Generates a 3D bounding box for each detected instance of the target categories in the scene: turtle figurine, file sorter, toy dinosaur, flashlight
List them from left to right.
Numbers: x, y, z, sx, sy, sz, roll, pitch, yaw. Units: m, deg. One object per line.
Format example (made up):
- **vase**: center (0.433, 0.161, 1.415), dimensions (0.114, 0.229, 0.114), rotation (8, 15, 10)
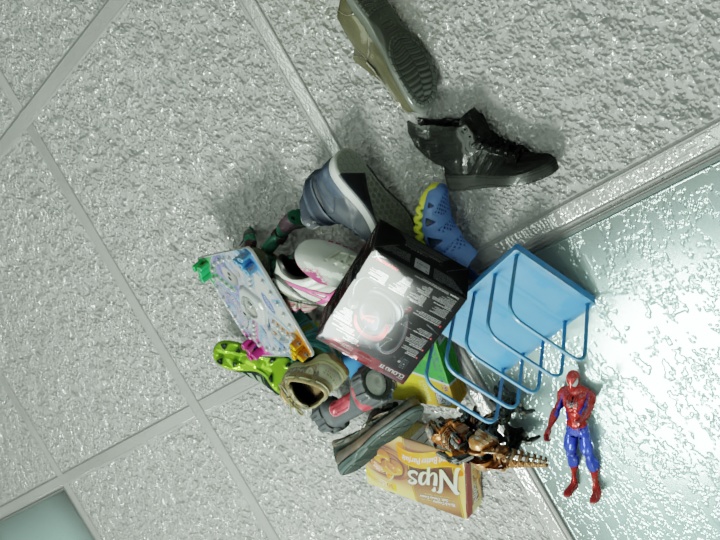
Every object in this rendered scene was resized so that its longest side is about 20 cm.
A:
- **turtle figurine**: center (-0.153, -0.009, 1.519), dimensions (0.199, 0.100, 0.151), rotation (-33, 90, 37)
- **flashlight**: center (-0.020, 0.206, 1.486), dimensions (0.199, 0.067, 0.069), rotation (-36, 46, 53)
- **toy dinosaur**: center (0.187, 0.250, 1.338), dimensions (0.199, 0.135, 0.104), rotation (34, 139, 32)
- **file sorter**: center (0.196, 0.094, 1.242), dimensions (0.137, 0.124, 0.200), rotation (31, 133, -14)

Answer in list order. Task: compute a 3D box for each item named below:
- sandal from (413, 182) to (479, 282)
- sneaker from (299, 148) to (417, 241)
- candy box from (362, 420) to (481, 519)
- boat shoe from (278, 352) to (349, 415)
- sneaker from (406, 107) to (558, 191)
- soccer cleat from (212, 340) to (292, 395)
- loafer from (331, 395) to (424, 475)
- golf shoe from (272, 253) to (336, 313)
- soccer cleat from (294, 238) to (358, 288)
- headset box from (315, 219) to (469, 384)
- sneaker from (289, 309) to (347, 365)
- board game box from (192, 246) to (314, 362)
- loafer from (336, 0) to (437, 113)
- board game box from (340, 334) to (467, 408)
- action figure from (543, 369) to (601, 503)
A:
- **sandal**: center (0.128, -0.029, 1.303), dimensions (0.086, 0.080, 0.203), rotation (6, 123, 30)
- **sneaker**: center (-0.006, -0.073, 1.385), dimensions (0.204, 0.077, 0.145), rotation (54, 142, -8)
- **candy box**: center (0.099, 0.314, 1.505), dimensions (0.197, 0.055, 0.118), rotation (11, 117, 34)
- **boat shoe**: center (-0.089, 0.188, 1.488), dimensions (0.073, 0.063, 0.200), rotation (41, 146, -5)
- **sneaker**: center (0.158, -0.164, 1.214), dimensions (0.197, 0.060, 0.106), rotation (-3, 110, 39)
- **soccer cleat**: center (-0.167, 0.171, 1.642), dimensions (0.197, 0.081, 0.069), rotation (22, 92, 6)
- **loafer**: center (0.019, 0.251, 1.469), dimensions (0.200, 0.071, 0.064), rotation (-46, 62, 31)
- **golf shoe**: center (-0.039, 0.019, 1.412), dimensions (0.195, 0.073, 0.093), rotation (2, 131, 7)
- **soccer cleat**: center (0.000, 0.000, 1.347), dimensions (0.197, 0.071, 0.086), rotation (26, 158, -3)
- **headset box**: center (0.038, 0.054, 1.281), dimensions (0.147, 0.076, 0.201), rotation (27, 124, -8)
- **sneaker**: center (-0.099, 0.112, 1.544), dimensions (0.198, 0.079, 0.079), rotation (27, 126, 26)
- **board game box**: center (-0.179, 0.061, 1.493), dimensions (0.199, 0.026, 0.202), rotation (-7, 117, 56)
- **loafer**: center (0.033, -0.296, 1.248), dimensions (0.202, 0.075, 0.069), rotation (60, 145, 3)
- **board game box**: center (0.057, 0.132, 1.440), dimensions (0.197, 0.040, 0.155), rotation (3, 124, 38)
- **action figure**: center (0.295, 0.242, 1.290), dimensions (0.064, 0.099, 0.204), rotation (5, 112, 34)
